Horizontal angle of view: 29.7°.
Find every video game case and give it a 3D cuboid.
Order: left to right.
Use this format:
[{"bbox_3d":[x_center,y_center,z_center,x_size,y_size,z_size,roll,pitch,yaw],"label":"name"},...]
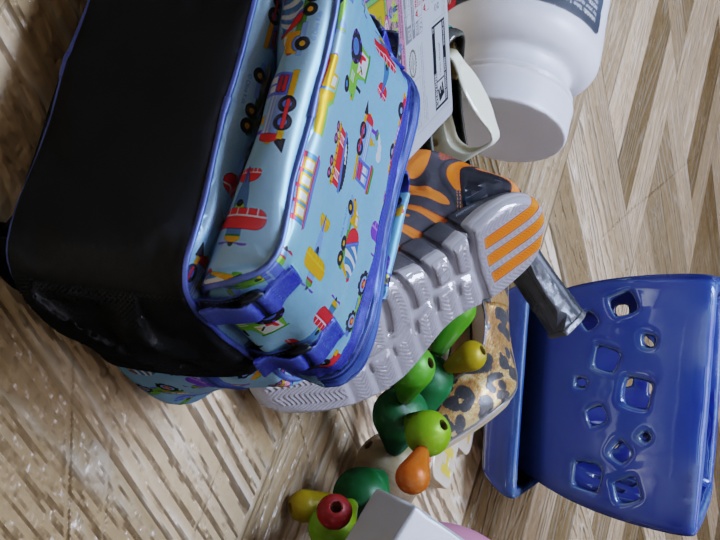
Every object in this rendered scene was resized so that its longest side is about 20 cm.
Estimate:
[{"bbox_3d":[0.008,-0.148,0.729,0.182,0.022,0.201,-50,141,-56],"label":"video game case"}]

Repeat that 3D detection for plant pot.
[{"bbox_3d":[0.204,0.099,1.130,0.200,0.179,0.201,4,90,-73],"label":"plant pot"}]

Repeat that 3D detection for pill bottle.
[{"bbox_3d":[0.119,-0.187,0.976,0.120,0.119,0.201,53,46,-57],"label":"pill bottle"}]

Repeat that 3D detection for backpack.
[{"bbox_3d":[-0.047,-0.028,0.588,0.200,0.134,0.183,56,44,-60],"label":"backpack"}]

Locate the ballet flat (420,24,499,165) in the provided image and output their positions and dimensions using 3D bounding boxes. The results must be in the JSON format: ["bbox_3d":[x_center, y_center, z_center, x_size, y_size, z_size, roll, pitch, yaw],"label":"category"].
[{"bbox_3d":[0.059,-0.064,0.880,0.068,0.068,0.201,-40,121,-53],"label":"ballet flat"}]

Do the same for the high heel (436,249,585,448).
[{"bbox_3d":[0.060,0.031,0.954,0.200,0.071,0.143,-41,98,-33],"label":"high heel"}]

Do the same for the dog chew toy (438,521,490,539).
[{"bbox_3d":[0.047,0.229,0.870,0.200,0.124,0.125,81,19,-73],"label":"dog chew toy"}]

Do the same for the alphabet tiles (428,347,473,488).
[{"bbox_3d":[0.066,0.057,1.019,0.196,0.015,0.201,51,47,-58],"label":"alphabet tiles"}]

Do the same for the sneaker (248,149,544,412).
[{"bbox_3d":[0.000,0.000,0.780,0.200,0.112,0.078,-30,132,-22],"label":"sneaker"}]

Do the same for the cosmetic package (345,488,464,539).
[{"bbox_3d":[0.020,0.241,0.717,0.151,0.052,0.200,38,78,-22],"label":"cosmetic package"}]

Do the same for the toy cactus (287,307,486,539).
[{"bbox_3d":[0.012,0.101,0.832,0.165,0.102,0.200,96,11,-50],"label":"toy cactus"}]
